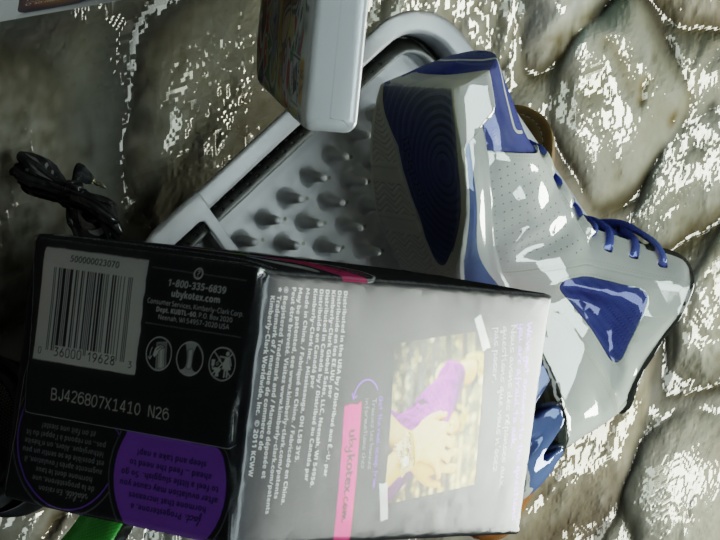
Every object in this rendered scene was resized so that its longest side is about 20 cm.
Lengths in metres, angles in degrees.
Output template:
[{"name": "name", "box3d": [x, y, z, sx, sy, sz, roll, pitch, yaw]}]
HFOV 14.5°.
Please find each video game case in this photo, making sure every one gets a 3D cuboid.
[{"name": "video game case", "box3d": [-0.014, -0.161, 1.066, 0.023, 0.182, 0.202, 4, 98, -8]}]

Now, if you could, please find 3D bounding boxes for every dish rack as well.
[{"name": "dish rack", "box3d": [0.000, 0.000, 1.280, 0.200, 0.043, 0.172, -43, 111, -17]}]

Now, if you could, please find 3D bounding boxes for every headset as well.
[{"name": "headset", "box3d": [-0.137, 0.056, 1.182, 0.123, 0.094, 0.201, -11, 127, -48]}]

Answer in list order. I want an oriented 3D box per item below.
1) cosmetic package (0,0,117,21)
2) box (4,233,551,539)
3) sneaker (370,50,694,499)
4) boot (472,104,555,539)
[{"name": "cosmetic package", "box3d": [-0.117, -0.138, 0.986, 0.199, 0.052, 0.151, -12, 162, -12]}, {"name": "box", "box3d": [-0.030, 0.048, 1.137, 0.199, 0.122, 0.107, 6, 92, -55]}, {"name": "sneaker", "box3d": [0.081, -0.010, 1.260, 0.115, 0.080, 0.201, -25, 112, -27]}, {"name": "boot", "box3d": [0.067, 0.033, 1.414, 0.155, 0.076, 0.201, 41, 61, -58]}]
